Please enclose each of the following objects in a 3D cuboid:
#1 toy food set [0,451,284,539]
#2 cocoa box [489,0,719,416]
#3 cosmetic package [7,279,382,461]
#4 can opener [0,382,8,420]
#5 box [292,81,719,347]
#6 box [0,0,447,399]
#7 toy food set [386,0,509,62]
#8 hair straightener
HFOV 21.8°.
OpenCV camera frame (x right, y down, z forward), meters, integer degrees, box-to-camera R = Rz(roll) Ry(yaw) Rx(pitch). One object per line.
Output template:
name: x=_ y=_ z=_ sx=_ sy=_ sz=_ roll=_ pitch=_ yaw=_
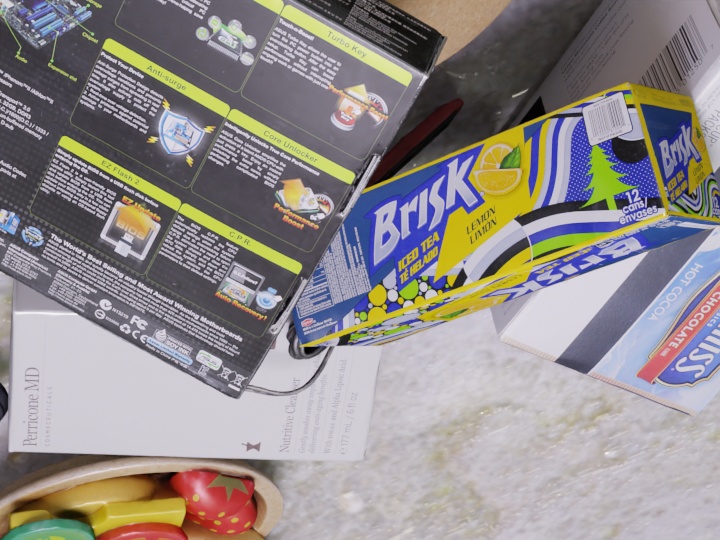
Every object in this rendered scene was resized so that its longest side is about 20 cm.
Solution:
toy food set: x=-0.142 y=0.163 z=1.110 sx=0.198 sy=0.049 sz=0.200 roll=-4 pitch=151 yaw=-16
cocoa box: x=0.165 y=-0.050 z=0.957 sx=0.131 sy=0.133 sz=0.200 roll=22 pitch=123 yaw=-23
cosmetic package: x=-0.093 y=0.040 z=1.030 sx=0.200 sy=0.081 sz=0.113 roll=0 pitch=131 yaw=-9
can opener: x=-0.273 y=0.030 z=1.012 sx=0.063 sy=0.079 sz=0.200 roll=-29 pitch=119 yaw=27
box: x=0.061 y=-0.021 z=0.868 sx=0.200 sy=0.064 sz=0.070 roll=-20 pitch=168 yaw=32
box: x=-0.095 y=-0.065 z=0.784 sx=0.200 sy=0.048 sz=0.193 roll=28 pitch=122 yaw=-3
toy food set: x=0.032 y=-0.170 z=0.827 sx=0.200 sy=0.049 sz=0.198 roll=-14 pitch=136 yaw=-50
hair straightener: x=0.000 y=0.000 z=0.965 sx=0.200 sy=0.041 sz=0.077 roll=-40 pitch=88 yaw=-14
